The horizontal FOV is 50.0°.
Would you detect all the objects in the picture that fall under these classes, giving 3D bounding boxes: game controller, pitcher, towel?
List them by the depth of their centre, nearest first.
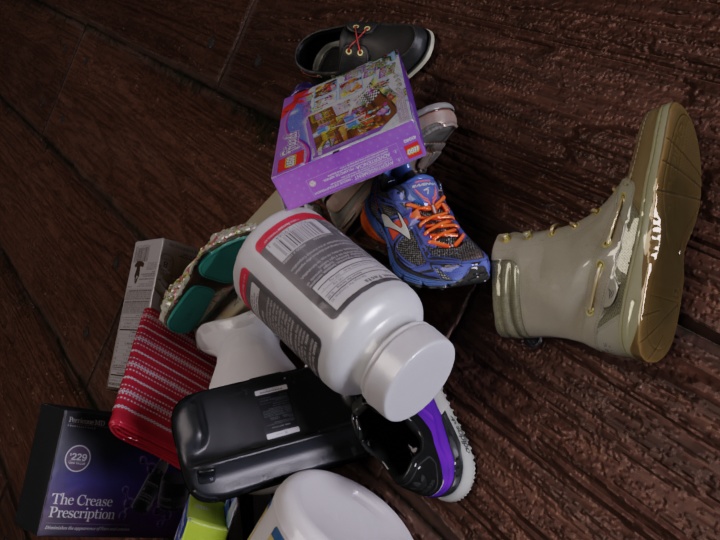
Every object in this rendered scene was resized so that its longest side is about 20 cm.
[{"bbox_3d":[-0.080,0.152,0.753,0.105,0.198,0.042,67,150,26],"label":"game controller"},{"bbox_3d":[-0.094,0.125,0.848,0.171,0.121,0.201,-30,47,13],"label":"pitcher"},{"bbox_3d":[-0.206,0.139,0.884,0.022,0.144,0.201,-44,26,23],"label":"towel"}]

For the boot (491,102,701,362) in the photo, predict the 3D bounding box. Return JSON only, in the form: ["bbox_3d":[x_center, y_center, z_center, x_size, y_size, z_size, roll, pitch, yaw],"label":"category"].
[{"bbox_3d":[0.186,-0.034,0.630,0.154,0.072,0.202,4,80,50],"label":"boot"}]

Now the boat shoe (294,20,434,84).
[{"bbox_3d":[0.000,-0.256,0.916,0.200,0.063,0.074,7,78,46],"label":"boat shoe"}]

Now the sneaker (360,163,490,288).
[{"bbox_3d":[0.054,-0.046,0.713,0.200,0.075,0.079,46,138,51],"label":"sneaker"}]

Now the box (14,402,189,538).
[{"bbox_3d":[-0.295,0.246,0.942,0.078,0.199,0.142,-5,73,46],"label":"box"}]

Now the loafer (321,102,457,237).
[{"bbox_3d":[0.035,-0.102,0.826,0.200,0.072,0.063,-33,70,42],"label":"loafer"}]

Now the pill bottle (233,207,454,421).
[{"bbox_3d":[-0.015,0.038,0.679,0.200,0.110,0.111,40,105,34],"label":"pill bottle"}]

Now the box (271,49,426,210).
[{"bbox_3d":[-0.013,-0.143,0.756,0.136,0.039,0.201,-20,31,11],"label":"box"}]

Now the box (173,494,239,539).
[{"bbox_3d":[-0.174,0.314,0.768,0.122,0.047,0.202,158,130,-77],"label":"box"}]

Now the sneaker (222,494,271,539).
[{"bbox_3d":[-0.149,0.340,0.859,0.112,0.073,0.202,-28,50,43],"label":"sneaker"}]

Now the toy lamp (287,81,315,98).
[{"bbox_3d":[-0.058,-0.172,0.918,0.058,0.058,0.201,-50,28,22],"label":"toy lamp"}]

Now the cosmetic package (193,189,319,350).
[{"bbox_3d":[-0.123,0.009,0.942,0.200,0.073,0.104,-42,49,27],"label":"cosmetic package"}]

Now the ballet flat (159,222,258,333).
[{"bbox_3d":[-0.170,-0.004,0.891,0.200,0.075,0.064,-40,44,27],"label":"ballet flat"}]

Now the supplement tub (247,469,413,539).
[{"bbox_3d":[-0.054,0.302,0.707,0.145,0.144,0.201,44,109,45],"label":"supplement tub"}]

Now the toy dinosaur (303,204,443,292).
[{"bbox_3d":[0.000,0.000,0.791,0.200,0.102,0.077,36,103,48],"label":"toy dinosaur"}]

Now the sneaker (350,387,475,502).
[{"bbox_3d":[0.026,0.119,0.718,0.070,0.099,0.201,-52,47,23],"label":"sneaker"}]

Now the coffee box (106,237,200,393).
[{"bbox_3d":[-0.252,0.070,1.027,0.079,0.114,0.202,-3,75,46],"label":"coffee box"}]
